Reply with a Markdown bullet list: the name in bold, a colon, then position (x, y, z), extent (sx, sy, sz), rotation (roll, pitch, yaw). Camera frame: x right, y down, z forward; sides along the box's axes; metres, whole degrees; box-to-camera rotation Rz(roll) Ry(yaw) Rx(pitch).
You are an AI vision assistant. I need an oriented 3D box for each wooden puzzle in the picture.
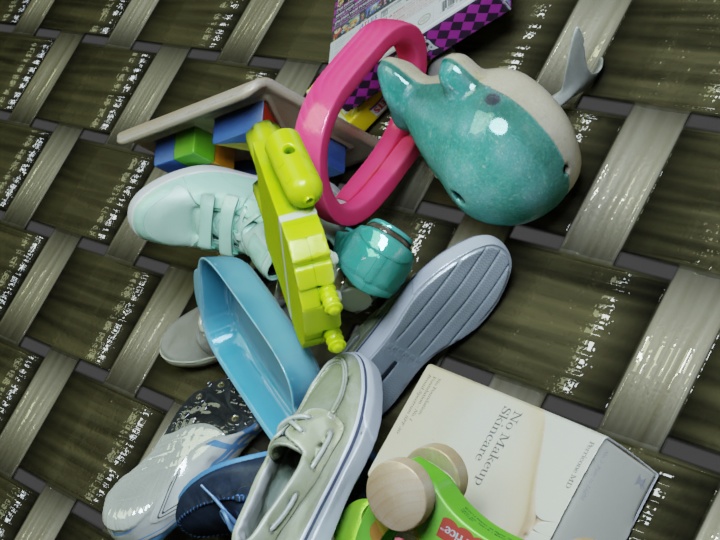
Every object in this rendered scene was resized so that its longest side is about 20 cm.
- **wooden puzzle**: position (-0.095, -0.107, 1.579), extent (0.184, 0.199, 0.047), rotation (-16, 67, 38)

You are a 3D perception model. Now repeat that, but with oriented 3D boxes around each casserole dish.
- **casserole dish**: position (-0.084, 0.068, 1.461), extent (0.039, 0.122, 0.200), rotation (-21, 50, -22)

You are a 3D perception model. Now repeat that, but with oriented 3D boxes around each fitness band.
- **fitness band**: position (0.004, -0.130, 1.490), extent (0.037, 0.144, 0.200), rotation (13, 49, 29)

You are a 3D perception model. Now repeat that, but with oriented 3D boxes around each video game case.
- **video game case**: position (0.056, -0.263, 1.616), extent (0.199, 0.036, 0.182), rotation (-30, 38, 30)

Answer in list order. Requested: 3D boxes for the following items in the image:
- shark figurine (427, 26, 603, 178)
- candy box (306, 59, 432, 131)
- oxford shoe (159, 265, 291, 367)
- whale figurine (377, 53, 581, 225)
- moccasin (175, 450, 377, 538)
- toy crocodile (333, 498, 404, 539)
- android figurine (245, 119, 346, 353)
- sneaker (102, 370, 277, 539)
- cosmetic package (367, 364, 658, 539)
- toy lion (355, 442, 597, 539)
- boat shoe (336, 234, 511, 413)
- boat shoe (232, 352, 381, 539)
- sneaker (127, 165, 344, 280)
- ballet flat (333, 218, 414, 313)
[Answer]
- **shark figurine**: position (0.106, -0.152, 1.487), extent (0.214, 0.089, 0.129), rotation (8, 68, 51)
- **candy box**: position (0.035, -0.218, 1.658), extent (0.200, 0.026, 0.102), rotation (-46, 38, 10)
- **oxford shoe**: position (-0.120, 0.037, 1.597), extent (0.199, 0.058, 0.076), rotation (-21, 49, 37)
- **whale figurine**: position (0.084, -0.107, 1.411), extent (0.199, 0.160, 0.104), rotation (27, 66, 35)
- **moccasin**: position (-0.077, 0.191, 1.412), extent (0.199, 0.080, 0.069), rotation (-25, 50, 33)
- **toy crocodile**: position (0.046, 0.234, 1.258), extent (0.062, 0.067, 0.200), rotation (-56, 37, -4)
- **android figurine**: position (-0.050, -0.023, 1.382), extent (0.041, 0.183, 0.201), rotation (-15, 48, -10)
- **sneaker**: position (-0.144, 0.167, 1.517), extent (0.200, 0.073, 0.072), rotation (-44, 52, -11)
- **cosmetic package**: position (0.108, 0.150, 1.256), extent (0.199, 0.073, 0.104), rotation (17, 75, 52)
- **toy lion**: position (0.073, 0.244, 1.149), extent (0.199, 0.068, 0.193), rotation (31, 112, 25)
- **boat shoe**: position (0.041, 0.039, 1.416), extent (0.200, 0.072, 0.062), rotation (-45, 34, 12)
- **boat shoe**: position (-0.038, 0.143, 1.317), extent (0.072, 0.062, 0.201), rotation (-14, 46, 42)
- **sneaker**: position (-0.111, -0.038, 1.525), extent (0.198, 0.074, 0.118), rotation (-2, 28, -2)
- **ballet flat**: position (0.000, 0.000, 1.428), extent (0.071, 0.067, 0.200), rotation (-57, 2, -5)
